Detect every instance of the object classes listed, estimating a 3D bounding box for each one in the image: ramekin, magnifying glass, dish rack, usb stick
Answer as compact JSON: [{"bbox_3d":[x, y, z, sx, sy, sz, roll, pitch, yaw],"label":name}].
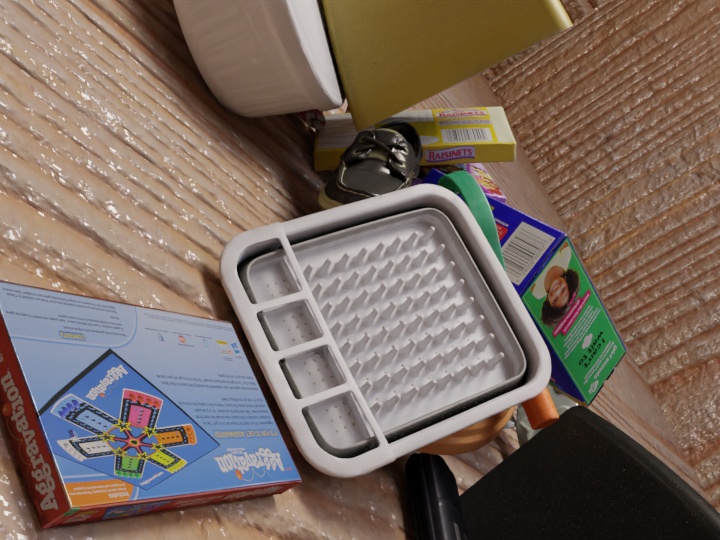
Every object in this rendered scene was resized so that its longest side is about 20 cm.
[{"bbox_3d":[-0.086,-0.221,0.850,0.202,0.093,0.205,-15,90,-78],"label":"ramekin"},{"bbox_3d":[0.099,0.019,0.748,0.080,0.022,0.202,108,-34,-65],"label":"magnifying glass"},{"bbox_3d":[0.015,0.038,0.676,0.198,0.044,0.173,-18,69,-29],"label":"dish rack"},{"bbox_3d":[0.060,0.205,0.690,0.056,0.032,0.201,57,14,-32],"label":"usb stick"}]

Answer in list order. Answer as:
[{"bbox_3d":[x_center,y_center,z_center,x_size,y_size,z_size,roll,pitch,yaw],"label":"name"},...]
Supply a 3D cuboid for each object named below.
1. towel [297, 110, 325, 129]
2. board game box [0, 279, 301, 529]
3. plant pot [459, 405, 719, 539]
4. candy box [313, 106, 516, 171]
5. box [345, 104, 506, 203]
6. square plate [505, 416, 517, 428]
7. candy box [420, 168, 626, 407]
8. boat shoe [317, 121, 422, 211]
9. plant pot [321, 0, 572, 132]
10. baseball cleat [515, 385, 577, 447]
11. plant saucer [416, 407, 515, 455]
[{"bbox_3d":[-0.107,-0.243,1.026,0.200,0.030,0.147,49,16,-34],"label":"towel"},{"bbox_3d":[-0.098,0.064,0.490,0.104,0.019,0.200,62,16,18],"label":"board game box"},{"bbox_3d":[0.179,0.225,0.753,0.200,0.199,0.178,44,10,-41],"label":"plant pot"},{"bbox_3d":[0.052,-0.134,1.027,0.103,0.197,0.027,-90,178,-63],"label":"candy box"},{"bbox_3d":[0.063,-0.119,1.106,0.135,0.039,0.201,11,27,-19],"label":"box"},{"bbox_3d":[0.078,0.073,0.999,0.202,0.028,0.198,63,17,14],"label":"square plate"},{"bbox_3d":[0.139,0.017,0.940,0.169,0.077,0.200,33,-11,43],"label":"candy box"},{"bbox_3d":[0.013,-0.086,0.844,0.071,0.067,0.201,18,18,6],"label":"boat shoe"},{"bbox_3d":[0.060,-0.255,0.921,0.178,0.198,0.200,64,12,-7],"label":"plant pot"},{"bbox_3d":[0.200,0.201,1.040,0.107,0.069,0.202,57,34,-43],"label":"baseball cleat"},{"bbox_3d":[0.040,0.041,0.759,0.198,0.038,0.202,21,41,-19],"label":"plant saucer"}]
